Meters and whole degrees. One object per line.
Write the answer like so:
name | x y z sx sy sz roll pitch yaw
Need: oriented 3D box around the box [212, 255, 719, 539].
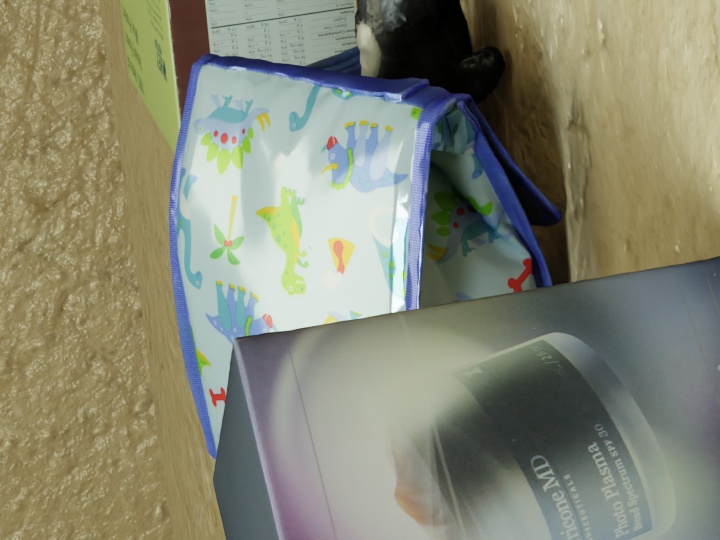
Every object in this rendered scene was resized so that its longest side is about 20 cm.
box | 0.064 0.120 0.893 0.124 0.197 0.201 99 158 -60

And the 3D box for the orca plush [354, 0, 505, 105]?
orca plush | 0.046 -0.114 1.224 0.105 0.071 0.202 -19 -67 -56

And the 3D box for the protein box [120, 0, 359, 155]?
protein box | -0.067 -0.191 1.476 0.199 0.134 0.202 -126 29 -66

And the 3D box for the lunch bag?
lunch bag | 0.000 0.000 1.171 0.169 0.127 0.201 13 125 43

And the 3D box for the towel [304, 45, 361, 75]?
towel | -0.003 -0.015 1.289 0.024 0.144 0.202 17 122 49
